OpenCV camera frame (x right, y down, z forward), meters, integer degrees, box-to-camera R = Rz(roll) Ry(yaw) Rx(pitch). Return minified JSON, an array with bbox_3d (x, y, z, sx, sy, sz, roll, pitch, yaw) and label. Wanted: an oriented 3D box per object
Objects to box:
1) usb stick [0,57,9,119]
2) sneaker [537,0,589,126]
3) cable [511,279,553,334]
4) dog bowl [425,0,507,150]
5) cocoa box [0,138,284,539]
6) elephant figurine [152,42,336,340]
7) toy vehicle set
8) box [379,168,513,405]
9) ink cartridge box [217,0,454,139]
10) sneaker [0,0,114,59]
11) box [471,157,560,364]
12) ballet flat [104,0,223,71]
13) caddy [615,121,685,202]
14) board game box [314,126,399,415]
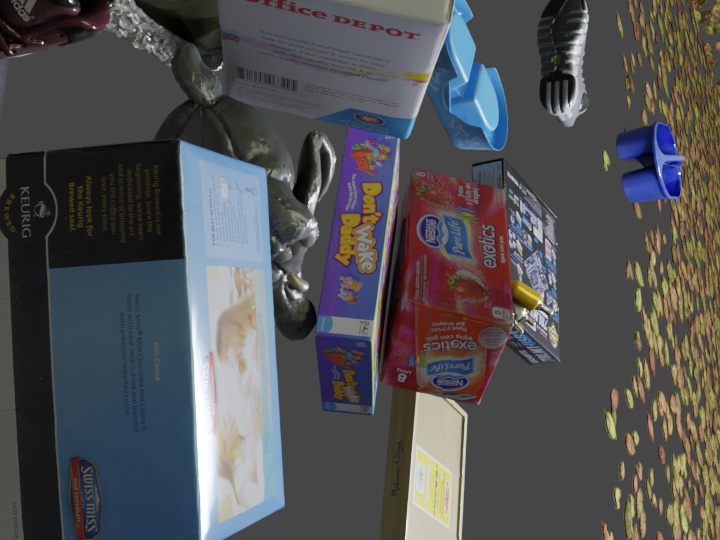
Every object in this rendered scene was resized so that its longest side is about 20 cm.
[{"bbox_3d":[-0.217,-0.093,0.618,0.055,0.032,0.202,35,52,-57],"label":"usb stick"},{"bbox_3d":[0.311,-0.310,1.726,0.115,0.074,0.202,38,58,-60],"label":"sneaker"},{"bbox_3d":[0.115,0.006,1.234,0.200,0.097,0.050,48,26,-17],"label":"cable"},{"bbox_3d":[0.112,-0.222,1.306,0.201,0.049,0.112,59,34,-38],"label":"dog bowl"},{"bbox_3d":[-0.123,0.040,0.612,0.133,0.130,0.202,6,80,-76],"label":"cocoa box"},{"bbox_3d":[-0.078,-0.042,0.809,0.141,0.156,0.200,39,11,12],"label":"elephant figurine"},{"bbox_3d":[0.062,0.209,1.090,0.124,0.026,0.202,46,43,-50],"label":"toy vehicle set"},{"bbox_3d":[0.076,0.010,1.026,0.201,0.095,0.100,-85,-171,-51],"label":"box"},{"bbox_3d":[-0.011,-0.204,0.780,0.200,0.145,0.147,112,-9,-76],"label":"ink cartridge box"},{"bbox_3d":[-0.195,-0.123,0.536,0.200,0.115,0.076,-34,116,-42],"label":"sneaker"},{"bbox_3d":[0.193,-0.007,1.399,0.200,0.049,0.200,35,53,-56],"label":"box"},{"bbox_3d":[-0.129,-0.180,0.790,0.200,0.071,0.072,3,79,-64],"label":"ballet flat"},{"bbox_3d":[0.545,-0.198,2.104,0.200,0.104,0.143,-6,87,-64],"label":"caddy"},{"bbox_3d":[0.000,0.000,0.953,0.135,0.044,0.201,88,8,-59],"label":"board game box"}]
